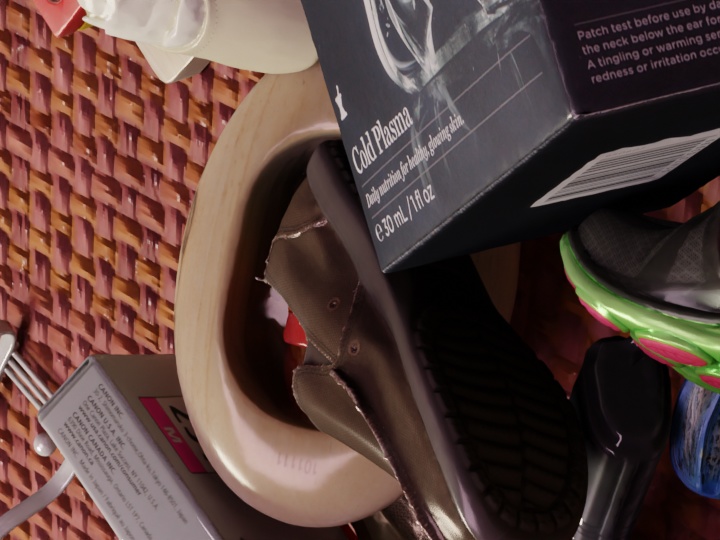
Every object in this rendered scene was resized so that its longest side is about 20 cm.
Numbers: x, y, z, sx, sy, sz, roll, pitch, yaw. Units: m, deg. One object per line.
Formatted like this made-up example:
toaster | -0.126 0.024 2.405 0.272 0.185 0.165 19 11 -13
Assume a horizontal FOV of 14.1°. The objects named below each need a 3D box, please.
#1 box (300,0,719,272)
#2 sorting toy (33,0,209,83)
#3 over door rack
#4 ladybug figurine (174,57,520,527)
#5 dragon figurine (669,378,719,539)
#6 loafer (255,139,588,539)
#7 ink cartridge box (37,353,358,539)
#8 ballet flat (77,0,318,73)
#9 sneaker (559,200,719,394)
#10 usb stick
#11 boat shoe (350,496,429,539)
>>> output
box | 0.059 -0.125 0.940 0.200 0.123 0.198 140 116 -69
sorting toy | -0.100 -0.202 1.183 0.201 0.069 0.199 58 139 10
over door rack | -0.173 0.144 1.431 0.148 0.066 0.200 46 136 24
ladybug figurine | 0.000 0.000 1.132 0.135 0.072 0.201 15 91 18
dragon figurine | 0.148 0.055 1.008 0.059 0.099 0.201 27 126 37
loafer | 0.019 0.040 1.027 0.071 0.073 0.200 -52 38 25
ink cartridge box | -0.020 0.121 1.184 0.044 0.173 0.200 -45 68 23
ballet flat | -0.102 -0.125 1.120 0.200 0.069 0.070 33 130 26
sneaker | 0.141 -0.001 0.915 0.200 0.077 0.084 8 70 55
usb stick | 0.082 0.098 1.076 0.200 0.032 0.056 102 166 -52
boat shoe | 0.016 0.064 1.195 0.072 0.072 0.200 -37 76 17
